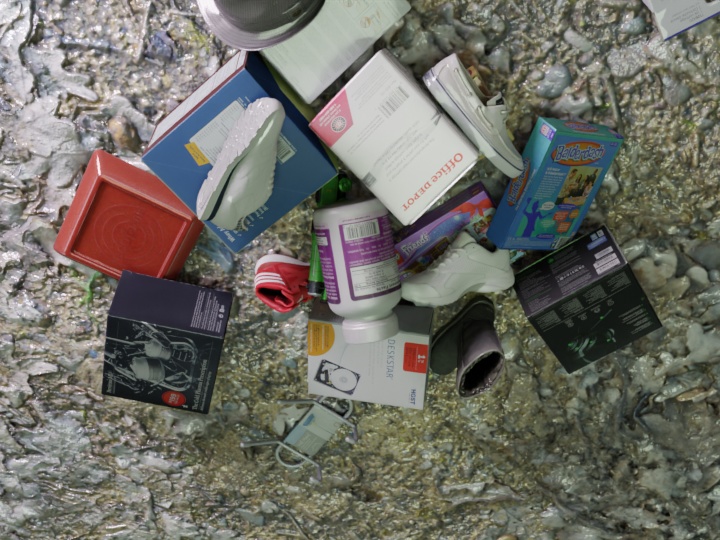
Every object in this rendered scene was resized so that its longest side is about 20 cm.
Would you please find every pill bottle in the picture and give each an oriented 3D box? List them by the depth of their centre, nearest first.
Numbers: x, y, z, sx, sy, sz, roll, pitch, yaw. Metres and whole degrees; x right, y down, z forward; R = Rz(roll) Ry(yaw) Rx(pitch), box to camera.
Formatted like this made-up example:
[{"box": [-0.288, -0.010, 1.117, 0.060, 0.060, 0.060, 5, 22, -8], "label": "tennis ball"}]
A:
[{"box": [0.000, 0.000, 1.312, 0.111, 0.112, 0.202, -9, 99, 4], "label": "pill bottle"}]

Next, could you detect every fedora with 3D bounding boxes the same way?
[{"box": [-0.133, -0.388, 1.162, 0.199, 0.090, 0.178, -26, 86, 7], "label": "fedora"}]

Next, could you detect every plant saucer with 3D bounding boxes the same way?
[{"box": [-0.362, -0.060, 1.414, 0.199, 0.037, 0.200, 26, 116, -14], "label": "plant saucer"}]

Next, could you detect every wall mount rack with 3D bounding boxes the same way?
[{"box": [-0.107, 0.289, 1.594, 0.173, 0.075, 0.200, 32, 113, -18], "label": "wall mount rack"}]

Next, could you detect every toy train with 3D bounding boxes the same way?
[{"box": [-0.049, -0.051, 1.374, 0.056, 0.042, 0.202, 5, 89, -18], "label": "toy train"}]

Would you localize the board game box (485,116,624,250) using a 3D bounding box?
[{"box": [0.290, -0.125, 1.347, 0.151, 0.045, 0.201, 0, 125, -35], "label": "board game box"}]

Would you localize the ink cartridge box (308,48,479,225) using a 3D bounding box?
[{"box": [0.049, -0.186, 1.261, 0.146, 0.083, 0.200, -43, 97, 16], "label": "ink cartridge box"}]

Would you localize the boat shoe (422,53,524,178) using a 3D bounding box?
[{"box": [0.175, -0.217, 1.256, 0.070, 0.071, 0.200, -38, 106, 19], "label": "boat shoe"}]

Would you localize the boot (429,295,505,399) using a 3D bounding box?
[{"box": [0.168, 0.147, 1.446, 0.072, 0.201, 0.183, 24, 117, -13], "label": "boot"}]

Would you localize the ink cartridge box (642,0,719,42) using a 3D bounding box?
[{"box": [0.460, -0.445, 1.208, 0.196, 0.047, 0.201, -25, 119, 11], "label": "ink cartridge box"}]

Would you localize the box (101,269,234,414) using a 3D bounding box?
[{"box": [-0.314, 0.120, 1.455, 0.180, 0.105, 0.201, 12, 132, -7], "label": "box"}]

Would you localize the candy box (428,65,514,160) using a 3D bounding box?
[{"box": [0.112, -0.198, 1.333, 0.199, 0.055, 0.116, -29, 115, 15], "label": "candy box"}]

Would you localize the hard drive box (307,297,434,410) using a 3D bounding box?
[{"box": [0.016, 0.134, 1.486, 0.198, 0.077, 0.157, 6, 122, 8], "label": "hard drive box"}]

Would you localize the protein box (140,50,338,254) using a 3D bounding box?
[{"box": [-0.168, -0.175, 1.295, 0.199, 0.135, 0.199, -36, 115, 18], "label": "protein box"}]

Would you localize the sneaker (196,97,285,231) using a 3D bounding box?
[{"box": [-0.146, -0.140, 1.205, 0.080, 0.077, 0.201, 22, 121, -25], "label": "sneaker"}]

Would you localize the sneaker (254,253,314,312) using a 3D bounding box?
[{"box": [-0.072, 0.032, 1.425, 0.198, 0.116, 0.079, -1, 121, 1], "label": "sneaker"}]

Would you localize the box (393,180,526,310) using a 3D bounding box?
[{"box": [0.145, -0.033, 1.436, 0.199, 0.039, 0.137, -31, 117, 16], "label": "box"}]

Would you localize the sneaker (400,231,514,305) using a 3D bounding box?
[{"box": [0.142, -0.008, 1.376, 0.198, 0.078, 0.100, -14, 108, -24], "label": "sneaker"}]

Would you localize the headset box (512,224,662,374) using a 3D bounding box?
[{"box": [0.364, 0.054, 1.435, 0.173, 0.093, 0.200, -31, 133, 15], "label": "headset box"}]

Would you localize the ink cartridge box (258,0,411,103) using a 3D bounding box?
[{"box": [-0.055, -0.358, 1.255, 0.200, 0.057, 0.163, -43, 113, 2], "label": "ink cartridge box"}]
